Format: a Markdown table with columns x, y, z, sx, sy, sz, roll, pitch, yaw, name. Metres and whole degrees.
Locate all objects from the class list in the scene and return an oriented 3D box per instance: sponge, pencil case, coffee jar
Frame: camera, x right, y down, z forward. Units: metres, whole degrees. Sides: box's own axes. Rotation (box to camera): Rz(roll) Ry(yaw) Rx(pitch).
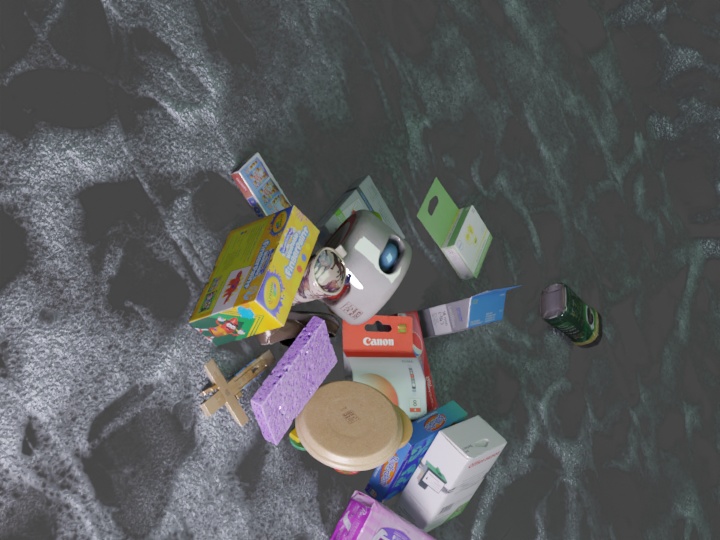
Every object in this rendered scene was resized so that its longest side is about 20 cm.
| x | y | z | sx | sy | sz | roll | pitch | yaw | name |
| --- | --- | --- | --- | --- | --- | --- | --- | --- | --- |
| -0.110 | 0.185 | 1.629 | 0.201 | 0.029 | 0.113 | -52 | 146 | -33 | sponge |
| -0.100 | 0.015 | 1.643 | 0.089 | 0.199 | 0.078 | -41 | 105 | -35 | pencil case |
| 0.545 | 0.119 | 2.467 | 0.199 | 0.084 | 0.106 | 34 | 50 | -37 | coffee jar |

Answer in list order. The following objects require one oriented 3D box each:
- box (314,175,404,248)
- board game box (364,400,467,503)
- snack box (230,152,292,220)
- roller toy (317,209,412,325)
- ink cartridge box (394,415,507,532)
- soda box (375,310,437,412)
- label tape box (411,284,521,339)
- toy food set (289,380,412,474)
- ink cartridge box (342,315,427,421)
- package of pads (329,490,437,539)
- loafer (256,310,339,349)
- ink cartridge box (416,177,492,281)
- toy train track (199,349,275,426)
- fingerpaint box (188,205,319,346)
| x | y | z | sx | sy | sz | roll | pitch | yaw | name |
| --- | --- | --- | --- | --- | --- | --- | --- | --- | --- |
| 0.000 | -0.073 | 1.912 | 0.157 | 0.041 | 0.200 | 58 | 42 | -17 | box |
| 0.107 | 0.340 | 1.811 | 0.045 | 0.154 | 0.199 | 38 | 31 | 24 | board game box |
| -0.157 | -0.111 | 1.747 | 0.202 | 0.024 | 0.072 | 58 | 42 | -18 | snack box |
| 0.000 | 0.000 | 1.741 | 0.139 | 0.201 | 0.183 | 38 | 4 | -12 | roller toy |
| 0.172 | 0.385 | 1.823 | 0.084 | 0.202 | 0.145 | 41 | 28 | 27 | ink cartridge box |
| 0.092 | 0.186 | 1.911 | 0.069 | 0.063 | 0.204 | -6 | 81 | -51 | soda box |
| 0.226 | 0.088 | 2.000 | 0.143 | 0.198 | 0.064 | -7 | 82 | -51 | label tape box |
| -0.020 | 0.268 | 1.671 | 0.200 | 0.196 | 0.049 | -40 | 152 | -41 | toy food set |
| 0.047 | 0.184 | 1.815 | 0.160 | 0.050 | 0.204 | 3 | 81 | -27 | ink cartridge box |
| 0.041 | 0.490 | 1.706 | 0.199 | 0.075 | 0.122 | 39 | 73 | -34 | package of pads |
| -0.117 | 0.107 | 1.692 | 0.198 | 0.072 | 0.072 | 9 | 83 | -46 | loafer |
| 0.218 | -0.098 | 2.182 | 0.201 | 0.047 | 0.146 | 54 | 43 | -26 | ink cartridge box |
| -0.206 | 0.186 | 1.579 | 0.116 | 0.032 | 0.200 | 60 | 34 | -6 | toy train track |
| -0.171 | 0.010 | 1.573 | 0.073 | 0.165 | 0.202 | 44 | 46 | -30 | fingerpaint box |
